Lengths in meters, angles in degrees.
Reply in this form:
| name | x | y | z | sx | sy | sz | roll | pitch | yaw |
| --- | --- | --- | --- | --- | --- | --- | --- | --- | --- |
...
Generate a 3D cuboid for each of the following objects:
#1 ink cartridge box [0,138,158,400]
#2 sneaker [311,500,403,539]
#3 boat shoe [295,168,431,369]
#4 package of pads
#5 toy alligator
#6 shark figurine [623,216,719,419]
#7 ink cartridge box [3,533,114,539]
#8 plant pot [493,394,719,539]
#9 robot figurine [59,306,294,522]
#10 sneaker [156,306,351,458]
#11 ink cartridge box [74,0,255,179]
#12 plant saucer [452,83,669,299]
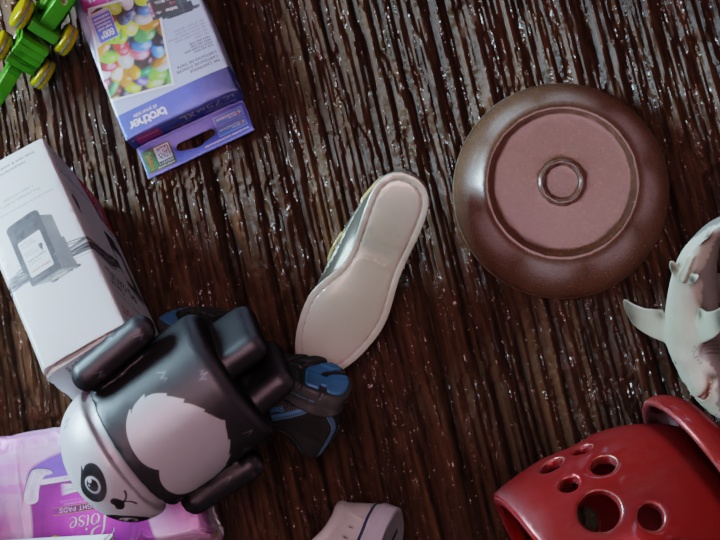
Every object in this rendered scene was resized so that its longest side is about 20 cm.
| name | x | y | z | sx | sy | sz | roll | pitch | yaw |
| --- | --- | --- | --- | --- | --- | --- | --- | --- | --- |
| ink cartridge box | -0.250 | 0.011 | 1.212 | 0.083 | 0.145 | 0.201 | -28 | 67 | -1 |
| sneaker | -0.026 | 0.270 | 1.166 | 0.070 | 0.200 | 0.074 | 3 | 119 | 22 |
| boat shoe | 0.003 | 0.001 | 1.247 | 0.071 | 0.060 | 0.203 | 26 | 103 | -5 |
| package of pads | -0.225 | 0.195 | 1.234 | 0.197 | 0.076 | 0.122 | -10 | 77 | 4 |
| toy alligator | -0.294 | -0.240 | 1.305 | 0.059 | 0.054 | 0.200 | 30 | 112 | -27 |
| shark figurine | 0.310 | 0.005 | 1.200 | 0.089 | 0.217 | 0.128 | -17 | 42 | -34 |
| ink cartridge box | -0.257 | 0.330 | 1.156 | 0.145 | 0.086 | 0.203 | -6 | 105 | 22 |
| plant pot | 0.234 | 0.219 | 1.125 | 0.181 | 0.201 | 0.202 | -31 | 79 | -5 |
| robot figurine | -0.151 | 0.119 | 1.137 | 0.199 | 0.125 | 0.151 | -35 | 79 | 2 |
| sneaker | -0.104 | 0.098 | 1.238 | 0.199 | 0.073 | 0.083 | 26 | 119 | 24 |
| ink cartridge box | -0.189 | -0.202 | 1.314 | 0.118 | 0.042 | 0.202 | -23 | 81 | 2 |
| plant saucer | 0.182 | -0.077 | 1.258 | 0.198 | 0.037 | 0.203 | -1 | 80 | 5 |
